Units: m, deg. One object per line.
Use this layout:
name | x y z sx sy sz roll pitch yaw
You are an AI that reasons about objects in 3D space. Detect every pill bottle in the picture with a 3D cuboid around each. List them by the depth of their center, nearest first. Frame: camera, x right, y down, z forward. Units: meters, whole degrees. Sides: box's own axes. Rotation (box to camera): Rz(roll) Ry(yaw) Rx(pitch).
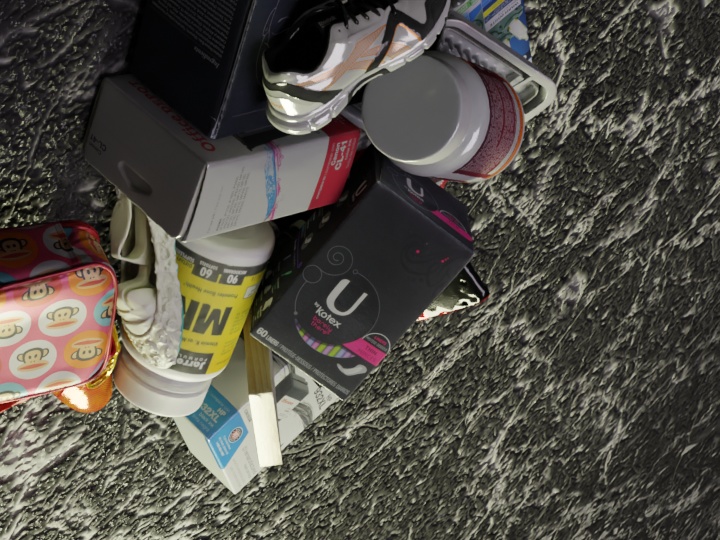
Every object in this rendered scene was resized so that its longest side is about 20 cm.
pill bottle | 0.077 -0.143 1.656 0.115 0.114 0.200 -56 164 11
pill bottle | -0.165 0.033 1.712 0.114 0.114 0.201 -13 134 -49

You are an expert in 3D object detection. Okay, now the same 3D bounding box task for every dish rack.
dish rack | 0.083 -0.188 1.799 0.171 0.044 0.199 -33 142 29

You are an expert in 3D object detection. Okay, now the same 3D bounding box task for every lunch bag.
lunch bag | -0.308 0.051 1.508 0.198 0.082 0.177 -9 134 -24

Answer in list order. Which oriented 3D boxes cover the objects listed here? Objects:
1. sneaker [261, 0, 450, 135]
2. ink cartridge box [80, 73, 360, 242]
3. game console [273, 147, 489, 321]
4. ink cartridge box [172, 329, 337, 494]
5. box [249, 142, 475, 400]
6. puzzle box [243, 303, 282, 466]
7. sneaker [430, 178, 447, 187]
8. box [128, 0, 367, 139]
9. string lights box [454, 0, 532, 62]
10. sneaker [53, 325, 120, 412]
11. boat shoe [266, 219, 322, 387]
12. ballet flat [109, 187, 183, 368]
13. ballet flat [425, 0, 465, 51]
sneaker | -0.001 -0.198 1.466 0.200 0.074 0.080 -44 150 -14
ink cartridge box | -0.121 -0.113 1.569 0.199 0.147 0.086 -16 137 -48
game console | 0.015 -0.028 1.789 0.201 0.176 0.031 53 41 -23
ink cartridge box | -0.104 0.124 1.943 0.200 0.084 0.146 -43 151 -16
box | 0.000 0.000 1.688 0.200 0.122 0.106 -50 -163 20
puzzle box | -0.103 0.078 1.796 0.025 0.202 0.134 -7 142 -2
sneaker | 0.031 -0.091 1.900 0.201 0.071 0.098 -49 154 -1
box | -0.070 -0.239 1.519 0.199 0.124 0.198 -19 137 -46
string lights box | 0.118 -0.249 1.852 0.103 0.059 0.201 -40 150 -13
sneaker | -0.260 0.078 1.666 0.073 0.077 0.201 -37 150 -23
boat shoe | -0.063 0.047 1.809 0.066 0.074 0.201 -28 134 -24
ballet flat | -0.202 -0.006 1.620 0.071 0.071 0.202 -14 110 -48
ballet flat | 0.055 -0.222 1.622 0.066 0.057 0.200 -24 166 -12
